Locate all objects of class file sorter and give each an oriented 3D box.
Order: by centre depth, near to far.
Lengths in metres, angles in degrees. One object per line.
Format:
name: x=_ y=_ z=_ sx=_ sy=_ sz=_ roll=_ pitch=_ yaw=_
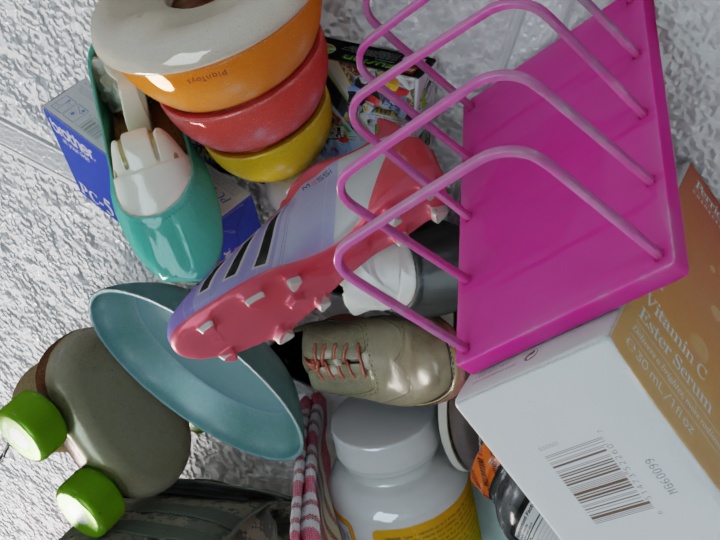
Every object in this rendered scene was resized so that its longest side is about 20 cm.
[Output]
file sorter: x=0.071 y=-0.079 z=0.558 sx=0.125 sy=0.201 sz=0.139 roll=32 pitch=136 yaw=-31

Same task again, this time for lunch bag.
lunch bag: x=-0.149 y=0.247 z=0.931 sx=0.163 sy=0.200 sz=0.119 roll=0 pitch=106 yaw=25

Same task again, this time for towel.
towel: x=-0.030 y=0.213 z=0.843 sx=0.030 sy=0.200 sz=0.147 roll=-7 pitch=120 yaw=3

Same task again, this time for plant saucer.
plant saucer: x=-0.119 y=0.071 z=0.809 sx=0.199 sy=0.036 sz=0.201 roll=27 pitch=151 yaw=17

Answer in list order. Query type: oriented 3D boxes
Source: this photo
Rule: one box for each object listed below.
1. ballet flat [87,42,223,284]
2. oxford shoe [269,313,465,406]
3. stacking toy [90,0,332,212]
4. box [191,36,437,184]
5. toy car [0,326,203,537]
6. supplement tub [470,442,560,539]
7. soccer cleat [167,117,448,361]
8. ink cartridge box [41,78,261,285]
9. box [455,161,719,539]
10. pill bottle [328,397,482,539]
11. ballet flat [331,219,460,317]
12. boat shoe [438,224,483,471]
ballet flat: x=-0.141 y=-0.084 z=0.676 sx=0.067 sy=0.201 sz=0.071 roll=-21 pitch=151 yaw=3
oxford shoe: x=0.000 y=0.068 z=0.754 sx=0.200 sy=0.074 sz=0.071 roll=-9 pitch=90 yaw=59
stacking toy: x=-0.067 y=-0.105 z=0.666 sx=0.145 sy=0.147 sz=0.201 roll=5 pitch=139 yaw=27
box: x=-0.046 y=-0.111 z=0.738 sx=0.199 sy=0.035 sz=0.111 roll=16 pitch=127 yaw=21
toy car: x=-0.253 y=0.136 z=0.947 sx=0.199 sy=0.164 sz=0.158 roll=-18 pitch=110 yaw=47
supplement tub: x=0.179 y=0.172 z=0.715 sx=0.200 sy=0.122 sz=0.123 roll=39 pitch=134 yaw=28
soccer cleat: x=-0.038 y=-0.018 z=0.652 sx=0.077 sy=0.199 sz=0.067 roll=53 pitch=176 yaw=33
ink cartridge box: x=-0.149 y=-0.057 z=0.770 sx=0.200 sy=0.044 sz=0.094 roll=35 pitch=153 yaw=33
box: x=0.170 y=0.059 z=0.615 sx=0.106 sy=0.200 sz=0.153 roll=-30 pitch=103 yaw=41
pill bottle: x=0.037 y=0.195 z=0.840 sx=0.112 sy=0.113 sz=0.201 roll=2 pitch=121 yaw=29
ballet flat: x=0.000 y=0.000 z=0.720 sx=0.199 sy=0.068 sz=0.069 roll=4 pitch=104 yaw=51
boat shoe: x=0.094 y=0.065 z=0.751 sx=0.059 sy=0.072 sz=0.202 roll=11 pitch=119 yaw=27
